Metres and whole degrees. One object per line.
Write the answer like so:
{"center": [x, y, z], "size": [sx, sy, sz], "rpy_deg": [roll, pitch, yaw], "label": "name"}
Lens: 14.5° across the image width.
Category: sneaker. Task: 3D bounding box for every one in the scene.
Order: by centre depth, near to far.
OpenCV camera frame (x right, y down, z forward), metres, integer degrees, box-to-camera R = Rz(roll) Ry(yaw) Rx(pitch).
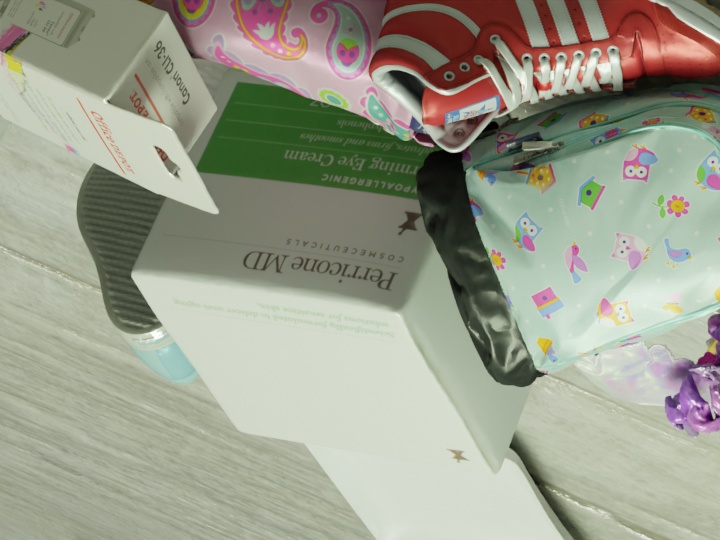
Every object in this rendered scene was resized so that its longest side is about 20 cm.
{"center": [0.102, -0.113, 1.558], "size": [0.200, 0.113, 0.071], "rpy_deg": [15, 154, 17], "label": "sneaker"}
{"center": [-0.141, -0.003, 1.884], "size": [0.074, 0.200, 0.082], "rpy_deg": [-17, 135, 8], "label": "sneaker"}

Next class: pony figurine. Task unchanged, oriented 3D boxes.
{"center": [0.238, 0.075, 1.733], "size": [0.166, 0.200, 0.193], "rpy_deg": [-30, 141, 9], "label": "pony figurine"}

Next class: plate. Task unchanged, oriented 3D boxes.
{"center": [0.070, 0.173, 2.224], "size": [0.199, 0.032, 0.200], "rpy_deg": [8, 150, 31], "label": "plate"}

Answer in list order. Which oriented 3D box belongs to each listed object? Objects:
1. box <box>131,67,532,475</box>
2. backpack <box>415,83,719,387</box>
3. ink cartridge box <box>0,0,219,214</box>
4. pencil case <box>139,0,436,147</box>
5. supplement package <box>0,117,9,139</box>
{"center": [0.000, 0.000, 1.790], "size": [0.199, 0.171, 0.200], "rpy_deg": [8, 151, 28], "label": "box"}
{"center": [0.147, -0.024, 1.603], "size": [0.200, 0.127, 0.167], "rpy_deg": [-19, 105, 18], "label": "backpack"}
{"center": [-0.160, -0.117, 1.633], "size": [0.200, 0.068, 0.116], "rpy_deg": [26, 164, 23], "label": "ink cartridge box"}
{"center": [-0.037, -0.139, 1.655], "size": [0.200, 0.087, 0.087], "rpy_deg": [20, 154, 9], "label": "pencil case"}
{"center": [-0.316, -0.161, 1.807], "size": [0.200, 0.117, 0.117], "rpy_deg": [9, 151, 28], "label": "supplement package"}
